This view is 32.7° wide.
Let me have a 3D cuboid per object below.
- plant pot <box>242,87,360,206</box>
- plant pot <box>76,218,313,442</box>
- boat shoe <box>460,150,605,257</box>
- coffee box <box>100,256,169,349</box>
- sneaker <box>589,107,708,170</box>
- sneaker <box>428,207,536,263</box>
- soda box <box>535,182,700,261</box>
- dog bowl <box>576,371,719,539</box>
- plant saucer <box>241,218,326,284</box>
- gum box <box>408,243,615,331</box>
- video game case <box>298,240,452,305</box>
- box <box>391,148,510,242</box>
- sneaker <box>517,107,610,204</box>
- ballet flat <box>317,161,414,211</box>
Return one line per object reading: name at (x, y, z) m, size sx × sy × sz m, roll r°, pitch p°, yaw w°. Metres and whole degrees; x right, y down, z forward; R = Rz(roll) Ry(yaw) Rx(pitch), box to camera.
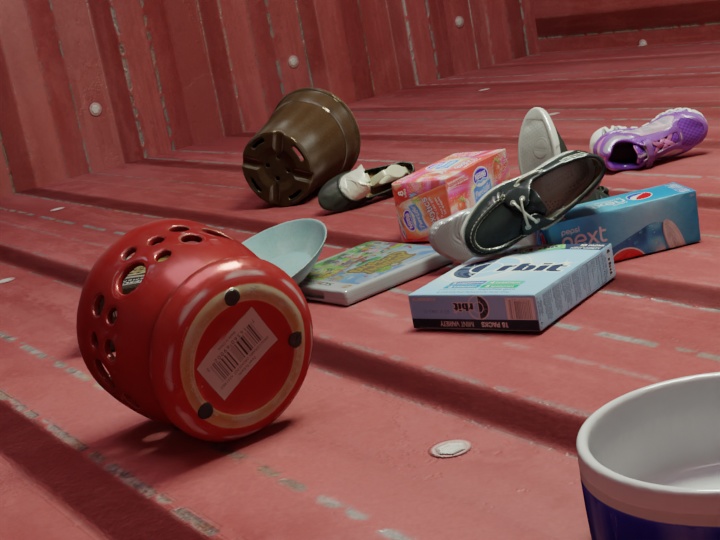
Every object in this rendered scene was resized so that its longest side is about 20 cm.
plant pot at (-0.126, -0.231, 2.393) m, size 0.198 × 0.203 × 0.198 m, roll -4°, pitch 23°, yaw 26°
plant pot at (-0.155, 0.064, 1.208) m, size 0.199 × 0.203 × 0.182 m, roll -19°, pitch 25°, yaw -32°
boat shoe at (0.209, -0.085, 1.482) m, size 0.199 × 0.076 × 0.060 m, roll -39°, pitch 12°, yaw -11°
coffee box at (-0.284, 0.035, 1.652) m, size 0.111 × 0.081 × 0.200 m, roll -8°, pitch 14°, yaw 7°
sneaker at (0.484, -0.210, 2.046) m, size 0.197 × 0.081 × 0.089 m, roll -14°, pitch 20°, yaw 11°
sneaker at (0.174, -0.058, 1.682) m, size 0.197 × 0.077 × 0.114 m, roll -9°, pitch 12°, yaw -17°
soda box at (0.323, -0.054, 1.545) m, size 0.197 × 0.069 × 0.064 m, roll -13°, pitch 16°, yaw -7°
dog bowl at (0.246, 0.139, 0.815) m, size 0.197 × 0.080 × 0.200 m, roll -10°, pitch 13°, yaw 2°
plant saucer at (-0.127, 0.002, 1.672) m, size 0.199 × 0.039 × 0.202 m, roll -24°, pitch 25°, yaw 12°
gum box at (0.179, 0.017, 1.430) m, size 0.168 × 0.045 × 0.199 m, roll -1°, pitch 16°, yaw 38°
video game case at (0.000, 0.000, 1.688) m, size 0.198 × 0.022 × 0.181 m, roll -21°, pitch 17°, yaw -36°
box at (0.145, -0.117, 1.884) m, size 0.102 × 0.096 × 0.199 m, roll -2°, pitch 16°, yaw 36°
sneaker at (0.276, -0.120, 1.635) m, size 0.098 × 0.203 × 0.070 m, roll -7°, pitch -13°, yaw -38°
ballet flat at (0.015, -0.161, 2.200) m, size 0.198 × 0.069 × 0.068 m, roll -20°, pitch -14°, yaw -30°
